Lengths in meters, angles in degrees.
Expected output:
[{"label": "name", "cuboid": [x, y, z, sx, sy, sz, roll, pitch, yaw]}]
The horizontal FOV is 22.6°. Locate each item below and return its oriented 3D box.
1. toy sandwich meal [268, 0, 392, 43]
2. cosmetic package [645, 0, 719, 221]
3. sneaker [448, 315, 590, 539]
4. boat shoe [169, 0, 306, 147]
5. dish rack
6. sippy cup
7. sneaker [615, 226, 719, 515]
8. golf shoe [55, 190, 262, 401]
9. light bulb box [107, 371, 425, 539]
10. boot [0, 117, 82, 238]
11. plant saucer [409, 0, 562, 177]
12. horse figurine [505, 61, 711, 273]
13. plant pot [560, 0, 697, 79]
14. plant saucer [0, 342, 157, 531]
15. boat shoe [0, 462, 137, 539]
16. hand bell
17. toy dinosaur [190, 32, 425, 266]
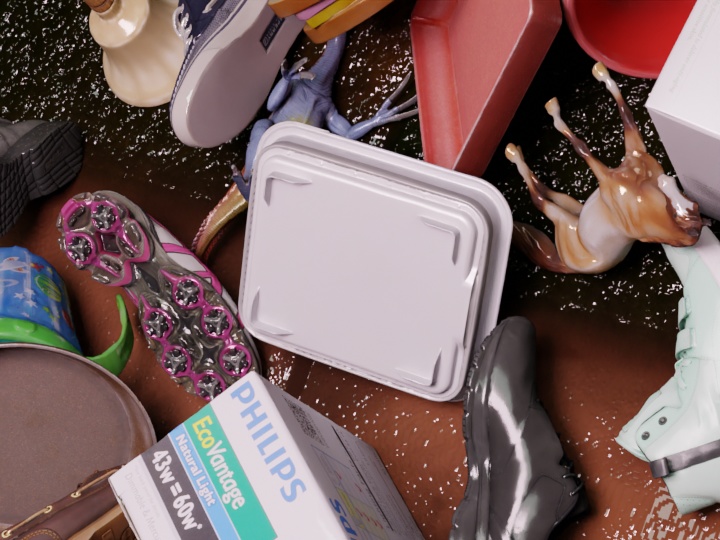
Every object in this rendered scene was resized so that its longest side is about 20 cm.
[{"label": "toy sandwich meal", "cuboid": [0.003, -0.251, 1.339, 0.204, 0.070, 0.205, -32, 21, 13]}, {"label": "cosmetic package", "cuboid": [0.254, -0.099, 1.141, 0.084, 0.200, 0.108, 25, 82, 25]}, {"label": "sneaker", "cuboid": [0.111, 0.131, 1.211, 0.090, 0.076, 0.202, 2, 79, 16]}, {"label": "boat shoe", "cuboid": [-0.114, -0.174, 1.404, 0.092, 0.075, 0.201, 8, 49, 33]}, {"label": "dish rack", "cuboid": [0.000, 0.000, 1.256, 0.199, 0.044, 0.173, 18, 115, 20]}, {"label": "sippy cup", "cuboid": [-0.272, 0.056, 1.374, 0.140, 0.177, 0.131, -57, 26, 32]}, {"label": "sneaker", "cuboid": [0.208, 0.059, 1.178, 0.118, 0.074, 0.202, -25, 65, 9]}, {"label": "golf shoe", "cuboid": [-0.138, 0.015, 1.360, 0.073, 0.092, 0.200, -43, 82, 15]}, {"label": "light bulb box", "cuboid": [-0.034, 0.200, 1.170, 0.124, 0.200, 0.199, -36, 60, 9]}, {"label": "boot", "cuboid": [-0.327, -0.075, 1.442, 0.130, 0.200, 0.068, 11, 119, 27]}, {"label": "plant saucer", "cuboid": [0.088, -0.176, 1.266, 0.036, 0.200, 0.201, 9, 49, -15]}, {"label": "horse figurine", "cuboid": [0.155, -0.048, 1.216, 0.050, 0.200, 0.133, -29, 81, -32]}, {"label": "plant pot", "cuboid": [0.209, -0.262, 1.242, 0.199, 0.200, 0.178, -28, 50, 13]}, {"label": "plant saucer", "cuboid": [-0.248, 0.130, 1.320, 0.199, 0.201, 0.032, -30, 30, 13]}, {"label": "boat shoe", "cuboid": [-0.181, 0.172, 1.278, 0.070, 0.071, 0.199, 32, 43, 34]}, {"label": "hand bell", "cuboid": [-0.206, -0.215, 1.405, 0.103, 0.200, 0.105, -8, 68, 21]}, {"label": "toy dinosaur", "cuboid": [-0.059, -0.122, 1.372, 0.199, 0.105, 0.182, -19, 43, 32]}]
